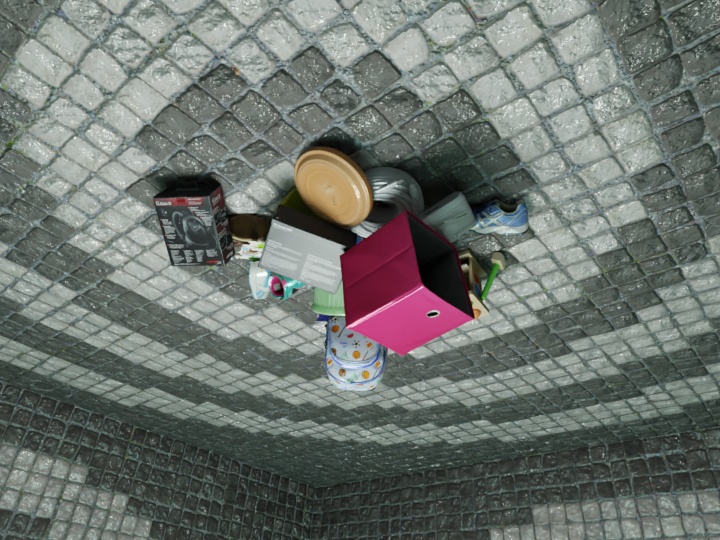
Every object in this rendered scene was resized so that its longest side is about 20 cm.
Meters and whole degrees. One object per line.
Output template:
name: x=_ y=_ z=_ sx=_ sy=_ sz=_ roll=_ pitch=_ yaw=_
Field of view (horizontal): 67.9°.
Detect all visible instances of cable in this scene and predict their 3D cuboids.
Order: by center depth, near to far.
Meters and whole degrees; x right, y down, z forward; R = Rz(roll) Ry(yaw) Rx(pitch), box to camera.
cable: x=0.051 y=-0.154 z=1.260 sx=0.198 sy=0.070 sz=0.201 roll=-6 pitch=144 yaw=16

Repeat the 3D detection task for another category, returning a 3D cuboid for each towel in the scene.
towel: x=-0.126 y=-0.106 z=1.316 sx=0.018 sy=0.086 sz=0.200 roll=15 pitch=151 yaw=47

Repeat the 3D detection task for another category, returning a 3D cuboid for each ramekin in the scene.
ramekin: x=-0.036 y=0.057 z=1.468 sx=0.197 sy=0.099 sz=0.200 roll=-1 pitch=-174 yaw=0

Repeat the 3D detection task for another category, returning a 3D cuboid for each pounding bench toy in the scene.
pounding bench toy: x=0.298 y=0.045 z=1.434 sx=0.198 sy=0.157 sz=0.124 roll=-18 pitch=141 yaw=29

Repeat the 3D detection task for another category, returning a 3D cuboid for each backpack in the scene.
backpack: x=-0.010 y=0.214 z=1.402 sx=0.197 sy=0.193 sz=0.154 roll=-1 pitch=157 yaw=8

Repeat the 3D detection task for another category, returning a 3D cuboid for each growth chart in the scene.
growth chart: x=-0.252 y=-0.051 z=1.410 sx=0.143 sy=0.018 sz=0.199 roll=6 pitch=167 yaw=-33

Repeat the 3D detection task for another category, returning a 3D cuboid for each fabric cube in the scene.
fabric cube: x=0.095 y=0.034 z=1.149 sx=0.198 sy=0.202 sz=0.196 roll=-32 pitch=137 yaw=29

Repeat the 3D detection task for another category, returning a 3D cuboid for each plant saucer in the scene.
plant saucer: x=-0.066 y=-0.179 z=1.195 sx=0.199 sy=0.032 sz=0.201 roll=22 pitch=140 yaw=19

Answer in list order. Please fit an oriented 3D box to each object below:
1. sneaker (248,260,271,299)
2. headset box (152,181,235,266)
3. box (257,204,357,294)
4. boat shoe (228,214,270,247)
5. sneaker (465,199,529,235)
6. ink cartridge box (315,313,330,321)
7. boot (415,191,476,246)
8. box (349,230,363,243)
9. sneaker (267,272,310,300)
sneaker: x=-0.272 y=0.032 z=1.537 sx=0.080 sy=0.077 sz=0.200 roll=-3 pitch=161 yaw=-6
headset box: x=-0.403 y=-0.116 z=1.301 sx=0.147 sy=0.077 sz=0.202 roll=-1 pitch=116 yaw=11
box: x=-0.123 y=-0.048 z=1.255 sx=0.198 sy=0.079 sz=0.142 roll=20 pitch=126 yaw=-8
boat shoe: x=-0.320 y=-0.097 z=1.389 sx=0.198 sy=0.073 sz=0.072 roll=-1 pitch=156 yaw=10
sneaker: x=0.300 y=-0.131 z=1.276 sx=0.197 sy=0.076 sz=0.078 roll=-1 pitch=123 yaw=8
ink cartridge box: x=-0.021 y=0.117 z=1.580 sx=0.196 sy=0.044 sz=0.200 roll=-1 pitch=-175 yaw=8
boot: x=0.166 y=-0.086 z=1.211 sx=0.199 sy=0.074 sz=0.096 roll=-31 pitch=108 yaw=11
box: x=0.000 y=0.000 z=1.347 sx=0.201 sy=0.064 sz=0.070 roll=61 pitch=151 yaw=-6
sneaker: x=-0.192 y=0.032 z=1.464 sx=0.120 sy=0.084 sz=0.200 roll=-22 pitch=176 yaw=-10
